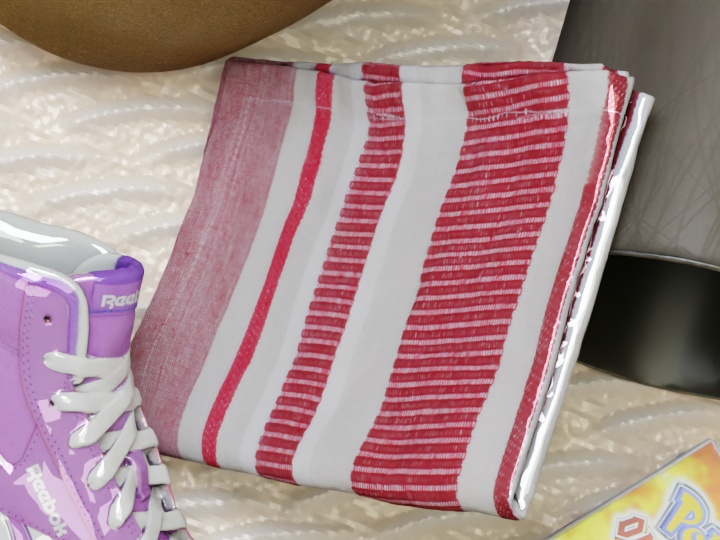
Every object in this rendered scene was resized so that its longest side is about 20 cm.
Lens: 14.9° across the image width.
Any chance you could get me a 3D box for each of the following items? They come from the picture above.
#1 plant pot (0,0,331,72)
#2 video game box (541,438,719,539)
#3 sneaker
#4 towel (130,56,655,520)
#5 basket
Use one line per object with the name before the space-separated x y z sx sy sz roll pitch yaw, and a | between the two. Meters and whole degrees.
plant pot | -0.030 -0.164 0.866 0.186 0.200 0.187 1 88 -30
video game box | 0.094 0.189 0.942 0.182 0.047 0.200 -30 83 -14
sneaker | -0.087 0.060 0.894 0.200 0.073 0.114 41 111 -1
towel | 0.000 0.000 0.889 0.023 0.200 0.144 25 78 -39
basket | 0.129 -0.072 0.929 0.136 0.180 0.201 11 76 10
